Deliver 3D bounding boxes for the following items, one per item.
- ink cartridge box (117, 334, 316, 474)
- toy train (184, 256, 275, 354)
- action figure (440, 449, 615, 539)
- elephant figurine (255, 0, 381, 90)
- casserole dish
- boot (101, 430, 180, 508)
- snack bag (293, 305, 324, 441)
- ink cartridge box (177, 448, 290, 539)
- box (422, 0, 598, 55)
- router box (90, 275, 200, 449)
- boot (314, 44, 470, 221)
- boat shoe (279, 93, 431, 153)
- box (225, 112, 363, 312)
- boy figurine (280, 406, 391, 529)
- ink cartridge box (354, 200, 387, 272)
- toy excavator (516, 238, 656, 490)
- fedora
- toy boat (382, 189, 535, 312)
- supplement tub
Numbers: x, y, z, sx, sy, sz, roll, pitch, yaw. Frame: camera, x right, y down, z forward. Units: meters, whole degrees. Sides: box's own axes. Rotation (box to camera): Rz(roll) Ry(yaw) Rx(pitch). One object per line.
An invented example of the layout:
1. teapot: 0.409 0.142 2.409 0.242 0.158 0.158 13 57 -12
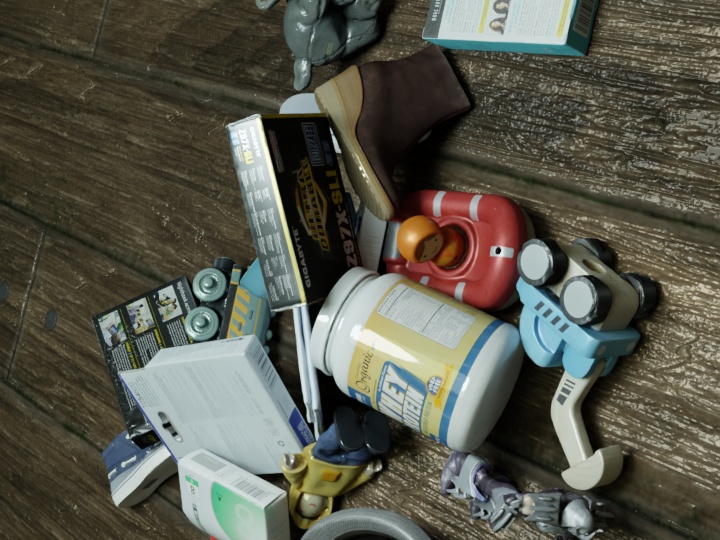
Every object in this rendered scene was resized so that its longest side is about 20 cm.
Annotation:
1. ink cartridge box: -0.175 0.177 1.336 0.199 0.200 0.041 -10 32 27
2. toy train: -0.172 0.083 1.405 0.113 0.085 0.202 9 73 4
3. action figure: 0.168 0.239 1.079 0.200 0.130 0.070 7 74 58
4. elephant figurine: -0.062 -0.360 1.389 0.200 0.154 0.142 52 160 45
5. casserole dish: -0.073 -0.025 1.321 0.039 0.121 0.200 53 137 10
6. boot: -0.302 0.254 1.514 0.200 0.073 0.091 -40 65 30
7. snack bag: -0.066 0.096 1.278 0.021 0.200 0.190 -8 71 -3
8. ink cartridge box: -0.154 0.340 1.331 0.160 0.050 0.202 17 117 39
9. box: 0.167 -0.292 1.208 0.199 0.049 0.083 14 92 42
10. router box: -0.273 0.125 1.478 0.148 0.051 0.201 -24 62 -2
11. boot: 0.054 -0.165 1.226 0.165 0.072 0.201 -20 67 -11
12. boat shoe: -0.002 -0.179 1.328 0.199 0.066 0.074 12 60 23
13. box: -0.066 -0.068 1.159 0.049 0.160 0.202 -13 92 23
14. boy figurine: -0.041 0.236 1.261 0.200 0.124 0.065 -55 33 40
15. ink cartridge box: 0.000 0.000 1.282 0.095 0.037 0.202 -156 79 -85
16. toy excavator: 0.220 0.091 1.083 0.195 0.099 0.201 46 125 38
17. fedora: 0.027 0.355 1.198 0.199 0.090 0.178 -10 79 32
18. toy boat: 0.092 -0.027 1.177 0.199 0.130 0.132 8 88 42
19. supplement tub: 0.060 0.091 1.144 0.199 0.144 0.146 24 100 21
